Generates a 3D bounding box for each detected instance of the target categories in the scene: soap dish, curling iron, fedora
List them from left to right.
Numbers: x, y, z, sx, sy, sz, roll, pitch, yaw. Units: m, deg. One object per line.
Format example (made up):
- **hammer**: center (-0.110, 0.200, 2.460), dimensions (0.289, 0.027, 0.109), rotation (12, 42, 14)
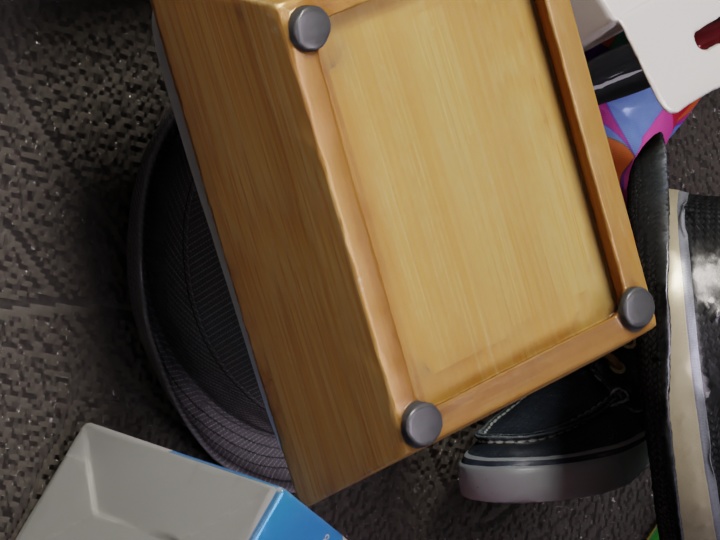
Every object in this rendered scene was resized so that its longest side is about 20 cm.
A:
- **fedora**: center (0.000, 0.000, 1.162), dimensions (0.200, 0.090, 0.177), rotation (51, 59, -39)
- **soap dish**: center (0.020, -0.034, 1.069), dimensions (0.157, 0.081, 0.201), rotation (-24, 104, -34)
- **curling iron**: center (0.135, -0.083, 1.232), dimensions (0.200, 0.026, 0.050), rotation (-14, 78, -28)
- **fedora**: center (0.163, 0.039, 1.193), dimensions (0.201, 0.091, 0.201), rotation (-5, 90, -80)

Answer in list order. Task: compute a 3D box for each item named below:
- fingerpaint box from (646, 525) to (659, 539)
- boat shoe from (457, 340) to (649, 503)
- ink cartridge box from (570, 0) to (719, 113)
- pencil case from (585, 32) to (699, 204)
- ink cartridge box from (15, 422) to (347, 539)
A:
- **fingerpaint box**: center (0.218, 0.160, 1.439), dimensions (0.200, 0.073, 0.167), rotation (-51, 129, -31)
- **boat shoe**: center (0.106, 0.041, 1.309), dimensions (0.200, 0.071, 0.091), rotation (-19, 107, -51)
- **ink cartridge box**: center (0.088, -0.156, 1.198), dimensions (0.116, 0.067, 0.200), rotation (-30, 89, -41)
- **pencil case**: center (0.121, -0.095, 1.293), dimensions (0.200, 0.088, 0.088), rotation (-55, 131, -27)
- **ink cartridge box**: center (-0.027, 0.143, 1.129), dimensions (0.200, 0.116, 0.067), rotation (43, 70, -41)
